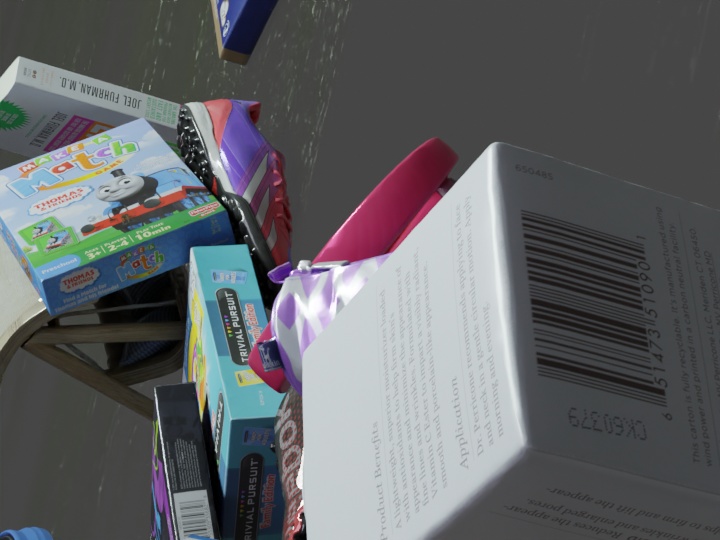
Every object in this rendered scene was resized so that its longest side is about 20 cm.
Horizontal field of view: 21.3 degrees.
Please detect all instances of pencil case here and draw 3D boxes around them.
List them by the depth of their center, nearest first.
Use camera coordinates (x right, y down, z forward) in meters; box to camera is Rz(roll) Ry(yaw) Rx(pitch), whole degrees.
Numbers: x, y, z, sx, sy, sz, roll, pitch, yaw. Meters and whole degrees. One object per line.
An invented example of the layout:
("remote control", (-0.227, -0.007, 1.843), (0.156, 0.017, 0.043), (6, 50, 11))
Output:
("pencil case", (0.044, 0.014, 1.053), (0.199, 0.084, 0.086), (-16, 89, 27))

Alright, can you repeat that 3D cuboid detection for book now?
("book", (-0.227, -0.127, 1.683), (0.134, 0.199, 0.048), (-31, 48, 58))

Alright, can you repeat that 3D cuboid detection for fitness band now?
("fitness band", (0.000, 0.000, 1.210), (0.144, 0.037, 0.200), (-41, -11, -52))

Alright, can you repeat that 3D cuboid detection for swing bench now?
("swing bench", (-0.211, 0.026, 1.563), (0.130, 0.199, 0.199), (-66, 26, 21))

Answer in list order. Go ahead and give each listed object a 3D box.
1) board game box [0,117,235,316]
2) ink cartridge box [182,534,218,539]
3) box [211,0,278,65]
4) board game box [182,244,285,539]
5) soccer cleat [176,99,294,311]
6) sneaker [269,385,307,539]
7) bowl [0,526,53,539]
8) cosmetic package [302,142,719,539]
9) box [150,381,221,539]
("board game box", (-0.203, -0.047, 1.501), (0.200, 0.151, 0.037), (44, 152, 55))
("ink cartridge box", (-0.064, 0.265, 1.120), (0.201, 0.084, 0.144), (64, 157, -9))
("box", (-0.078, -0.292, 1.656), (0.200, 0.032, 0.121), (-57, 30, 35))
("board game box", (-0.093, 0.100, 1.393), (0.200, 0.047, 0.152), (-109, 21, -52))
("soccer cleat", (-0.081, -0.057, 1.497), (0.068, 0.073, 0.200), (104, 146, -50))
("sneaker", (-0.015, 0.126, 1.158), (0.098, 0.071, 0.201), (-25, 53, 61))
("bowl", (-0.350, 0.351, 1.889), (0.201, 0.039, 0.202), (-43, 40, 51))
("cosmetic package", (0.087, 0.077, 0.915), (0.200, 0.164, 0.166), (-48, 35, 46))
("box", (-0.128, 0.197, 1.388), (0.200, 0.036, 0.143), (97, 164, -51))
